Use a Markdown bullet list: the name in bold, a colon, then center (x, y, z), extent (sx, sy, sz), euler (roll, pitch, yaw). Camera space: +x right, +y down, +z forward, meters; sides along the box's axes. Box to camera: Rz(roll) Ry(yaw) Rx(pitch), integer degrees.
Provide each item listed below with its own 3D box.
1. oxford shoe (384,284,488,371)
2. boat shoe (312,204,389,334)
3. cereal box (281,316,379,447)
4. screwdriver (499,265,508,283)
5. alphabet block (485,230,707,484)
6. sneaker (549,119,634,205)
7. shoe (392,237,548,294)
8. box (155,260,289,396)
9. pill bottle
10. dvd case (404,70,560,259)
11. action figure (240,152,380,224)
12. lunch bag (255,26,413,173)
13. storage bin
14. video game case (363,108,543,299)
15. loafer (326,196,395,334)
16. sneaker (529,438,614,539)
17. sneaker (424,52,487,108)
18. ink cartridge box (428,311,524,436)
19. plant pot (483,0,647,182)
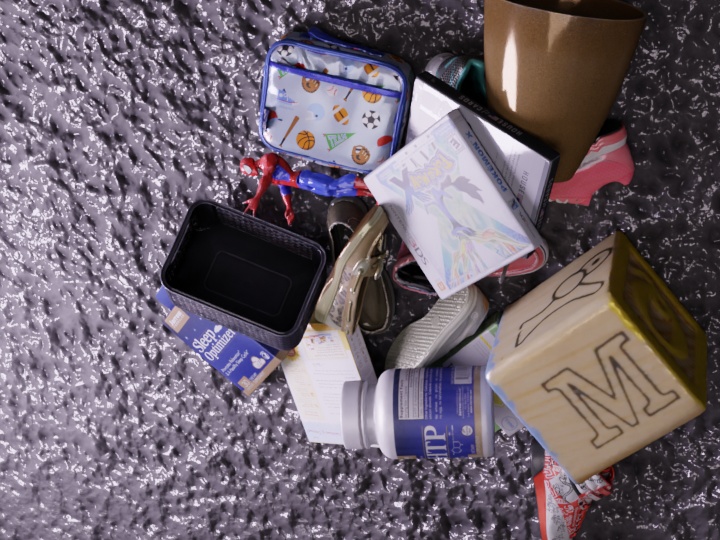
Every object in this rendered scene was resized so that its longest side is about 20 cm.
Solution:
- **oxford shoe**: center (0.104, 0.091, 1.721), extent (0.057, 0.076, 0.200), euler (18, 129, -36)
- **boat shoe**: center (0.000, 0.000, 1.621), extent (0.062, 0.073, 0.201), euler (30, 133, 4)
- **cereal box**: center (-0.041, 0.153, 1.782), extent (0.143, 0.039, 0.202), euler (0, 118, 38)
- **screwdriver**: center (0.192, -0.032, 1.555), extent (0.029, 0.200, 0.028), euler (-17, 111, 19)
- **alphabet block**: center (0.301, 0.108, 1.599), extent (0.199, 0.196, 0.197), euler (-36, 103, 29)
- **sneaker**: center (0.247, -0.110, 1.575), extent (0.198, 0.074, 0.087), euler (-21, 110, 23)
- **shoe**: center (0.141, -0.009, 1.641), extent (0.197, 0.091, 0.072), euler (3, 121, 15)
- **box**: center (-0.205, 0.083, 1.798), extent (0.200, 0.032, 0.121), euler (41, 139, -2)
- **pill bottle**: center (0.077, 0.189, 1.675), extent (0.197, 0.120, 0.121), euler (-3, 115, 8)
- **dvd case**: center (0.134, -0.122, 1.475), extent (0.199, 0.025, 0.151), euler (36, 140, 25)
- **action figure**: center (-0.071, -0.091, 1.629), extent (0.198, 0.065, 0.100), euler (18, 79, 11)
- **lunch bag**: center (-0.036, -0.217, 1.605), extent (0.197, 0.076, 0.162), euler (15, 116, 7)
- **storage bin**: center (-0.154, 0.007, 1.697), extent (0.198, 0.094, 0.137), euler (22, 75, 4)
- **video game case**: center (0.105, -0.073, 1.508), extent (0.183, 0.022, 0.200), euler (56, 144, -1)
- **loafer**: center (-0.008, 0.002, 1.704), extent (0.074, 0.070, 0.202), euler (-11, 112, 20)
- **sneaker**: center (0.304, 0.325, 1.773), extent (0.106, 0.067, 0.204), euler (-5, 111, 21)
- **sneaker**: center (0.130, -0.168, 1.535), extent (0.091, 0.077, 0.203), euler (-4, 101, 64)
- **ink cartridge box**: center (0.163, 0.168, 1.750), extent (0.199, 0.048, 0.146), euler (-39, 101, 25)
- **plant pot**: center (0.219, -0.212, 1.459), extent (0.184, 0.187, 0.203), euler (12, 113, 10)
